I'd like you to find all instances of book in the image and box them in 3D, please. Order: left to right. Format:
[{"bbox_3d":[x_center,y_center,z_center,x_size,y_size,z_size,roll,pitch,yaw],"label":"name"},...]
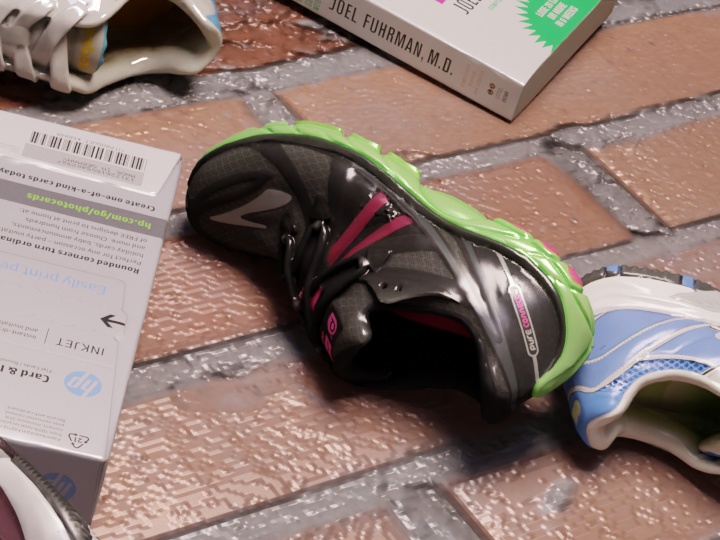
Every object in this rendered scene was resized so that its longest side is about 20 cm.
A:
[{"bbox_3d":[0.025,-0.164,1.176,0.200,0.048,0.134,30,43,12],"label":"book"}]

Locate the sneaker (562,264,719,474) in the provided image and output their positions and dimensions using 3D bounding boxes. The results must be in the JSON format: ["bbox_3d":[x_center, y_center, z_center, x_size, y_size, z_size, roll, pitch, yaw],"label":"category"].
[{"bbox_3d":[0.179,0.057,0.942,0.199,0.076,0.077,7,44,1],"label":"sneaker"}]

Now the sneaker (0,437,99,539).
[{"bbox_3d":[-0.164,0.087,0.707,0.115,0.076,0.200,-43,40,-12],"label":"sneaker"}]

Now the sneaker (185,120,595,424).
[{"bbox_3d":[0.000,0.000,0.926,0.200,0.077,0.084,24,56,29],"label":"sneaker"}]

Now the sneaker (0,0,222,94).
[{"bbox_3d":[-0.157,-0.125,1.018,0.200,0.077,0.081,-7,44,-30],"label":"sneaker"}]

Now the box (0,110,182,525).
[{"bbox_3d":[-0.162,0.005,0.885,0.156,0.041,0.200,13,36,-5],"label":"box"}]
